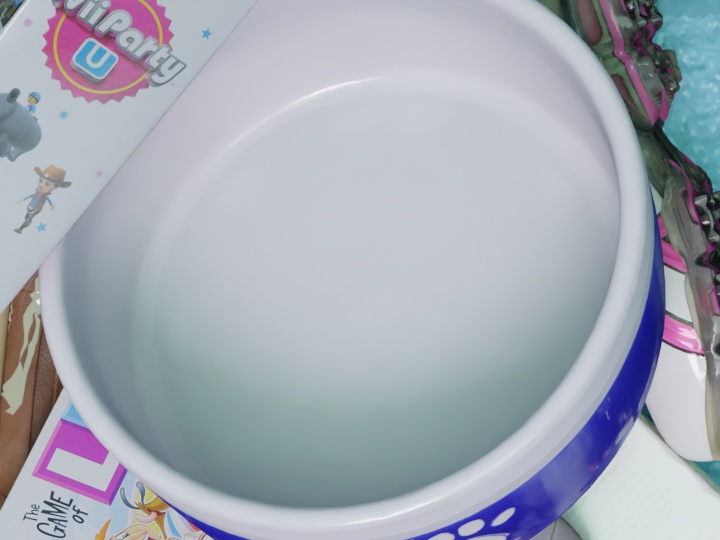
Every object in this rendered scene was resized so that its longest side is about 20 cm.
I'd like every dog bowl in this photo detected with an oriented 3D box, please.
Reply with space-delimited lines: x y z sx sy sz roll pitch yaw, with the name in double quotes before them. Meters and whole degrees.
"dog bowl" 0.000 0.000 0.677 0.199 0.079 0.201 -6 66 13

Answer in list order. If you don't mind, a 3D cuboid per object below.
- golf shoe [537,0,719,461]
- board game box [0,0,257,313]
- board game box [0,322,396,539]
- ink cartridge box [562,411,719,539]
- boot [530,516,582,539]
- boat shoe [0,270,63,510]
"golf shoe" 0.089 -0.020 0.763 0.092 0.073 0.201 -20 85 18
"board game box" -0.102 -0.092 0.672 0.064 0.148 0.200 33 104 -30
"board game box" -0.043 0.065 0.725 0.134 0.034 0.200 17 69 19
"ink cartridge box" 0.050 0.099 0.782 0.200 0.048 0.146 44 95 10
"boot" 0.052 0.165 0.669 0.070 0.132 0.201 20 71 -9
"boat shoe" -0.122 -0.001 0.777 0.067 0.072 0.201 14 86 -31
